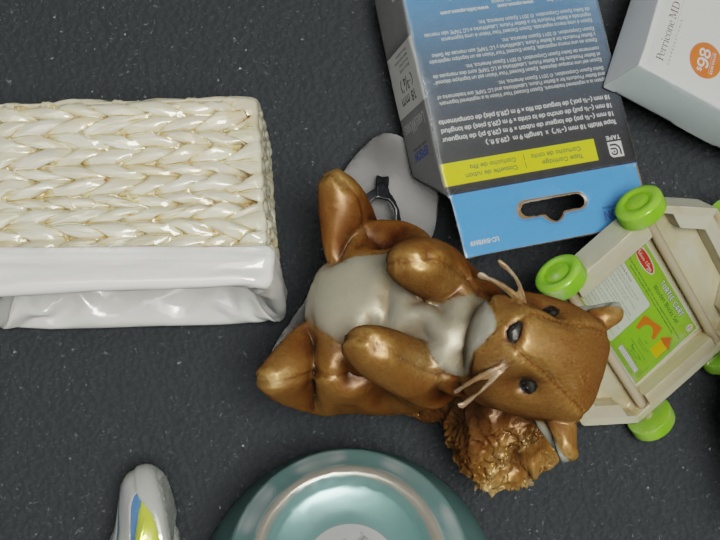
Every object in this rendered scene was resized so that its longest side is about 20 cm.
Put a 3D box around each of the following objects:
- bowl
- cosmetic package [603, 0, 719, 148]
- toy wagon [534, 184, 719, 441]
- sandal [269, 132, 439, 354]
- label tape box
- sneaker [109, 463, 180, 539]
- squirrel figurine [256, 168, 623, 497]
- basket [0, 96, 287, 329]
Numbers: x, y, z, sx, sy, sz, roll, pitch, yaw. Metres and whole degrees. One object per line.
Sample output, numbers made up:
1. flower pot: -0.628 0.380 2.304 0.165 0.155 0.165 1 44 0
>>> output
1. bowl: -0.007 0.189 0.692 0.199 0.105 0.202 0 62 0
2. cosmetic package: 0.266 -0.186 0.778 0.150 0.052 0.201 23 74 -12
3. toy wagon: 0.204 0.015 0.752 0.200 0.040 0.155 -41 121 -5
4. sandal: 0.000 0.001 0.775 0.076 0.043 0.201 22 83 -1
5. label tape box: 0.101 -0.112 0.769 0.143 0.063 0.202 -10 84 -17
6. sneaker: -0.168 0.227 0.724 0.104 0.076 0.202 -2 85 -3
7. squirrel figurine: 0.068 0.050 0.678 0.185 0.200 0.142 8 66 34
8. basket: -0.149 -0.034 0.722 0.198 0.136 0.125 -2 78 -1
